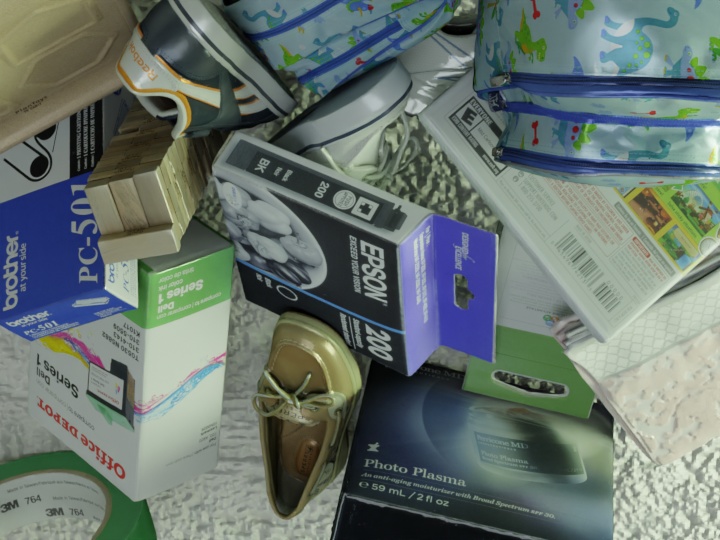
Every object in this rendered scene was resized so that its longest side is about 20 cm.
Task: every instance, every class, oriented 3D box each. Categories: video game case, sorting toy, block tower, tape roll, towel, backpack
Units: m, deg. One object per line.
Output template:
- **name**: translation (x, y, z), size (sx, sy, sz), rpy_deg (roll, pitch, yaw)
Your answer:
- **video game case**: translation (0.169, -0.085, 1.269), size (0.182, 0.023, 0.200), rpy_deg (-40, 92, -6)
- **sorting toy**: translation (-0.232, -0.134, 1.195), size (0.184, 0.200, 0.037), rpy_deg (-29, 76, -3)
- **block tower**: translation (-0.136, -0.079, 1.288), size (0.053, 0.201, 0.058), rpy_deg (-10, 118, 13)
- **tape roll**: translation (-0.261, 0.219, 1.474), size (0.198, 0.201, 0.049), rpy_deg (-6, 119, 11)
- **towel**: translation (0.262, 0.051, 1.356), size (0.199, 0.032, 0.191), rpy_deg (-30, 135, 16)
- **backpack**: translation (-0.001, -0.205, 1.228), size (0.198, 0.164, 0.154), rpy_deg (-16, 129, 25)
- **backpack**: translation (0.168, -0.126, 1.157), size (0.181, 0.200, 0.149), rpy_deg (1, 91, -7)

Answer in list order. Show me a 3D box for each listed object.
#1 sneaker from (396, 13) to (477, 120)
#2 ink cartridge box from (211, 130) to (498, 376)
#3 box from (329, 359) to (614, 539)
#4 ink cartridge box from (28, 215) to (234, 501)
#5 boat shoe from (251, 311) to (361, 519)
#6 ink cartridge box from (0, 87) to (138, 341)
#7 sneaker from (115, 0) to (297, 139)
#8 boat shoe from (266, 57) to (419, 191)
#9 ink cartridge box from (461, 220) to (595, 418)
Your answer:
- **sneaker**: translation (0.107, -0.131, 1.301), size (0.198, 0.075, 0.088), rpy_deg (19, 115, -3)
- **ink cartridge box**: translation (0.000, 0.000, 1.319), size (0.198, 0.044, 0.199), rpy_deg (22, 155, 15)
- **box**: translation (0.082, 0.176, 1.402), size (0.198, 0.199, 0.124), rpy_deg (13, 118, 0)
- **ink cartridge box**: translation (-0.174, 0.047, 1.394), size (0.144, 0.084, 0.202), rpy_deg (33, 129, 36)
- **boat shoe**: translation (-0.043, 0.113, 1.429), size (0.073, 0.063, 0.201), rpy_deg (19, 140, 19)
- **ink cartridge box**: translation (-0.205, -0.060, 1.313), size (0.093, 0.202, 0.044), rpy_deg (-17, 152, 23)
- **sneaker**: translation (-0.106, -0.131, 1.252), size (0.079, 0.200, 0.079), rpy_deg (-40, 72, 5)
- **boat shoe**: translation (-0.004, -0.078, 1.294), size (0.086, 0.075, 0.202), rpy_deg (49, 150, -8)
- **ink cartridge box**: translation (0.143, 0.012, 1.371), size (0.103, 0.060, 0.201), rpy_deg (12, 134, 1)
